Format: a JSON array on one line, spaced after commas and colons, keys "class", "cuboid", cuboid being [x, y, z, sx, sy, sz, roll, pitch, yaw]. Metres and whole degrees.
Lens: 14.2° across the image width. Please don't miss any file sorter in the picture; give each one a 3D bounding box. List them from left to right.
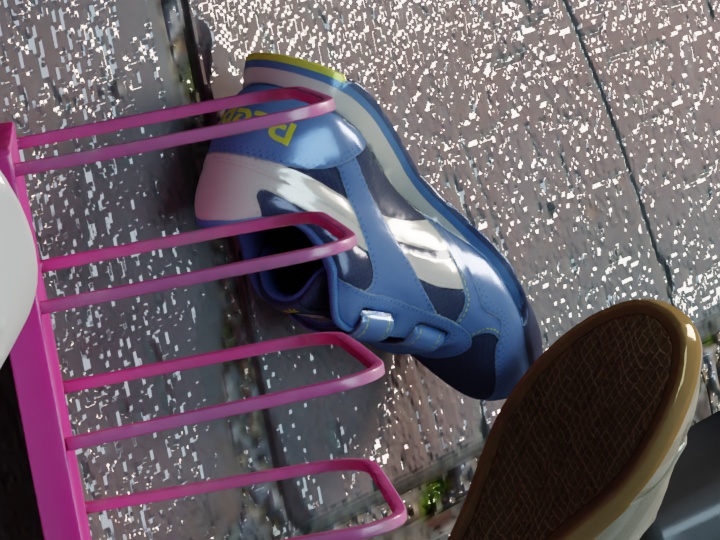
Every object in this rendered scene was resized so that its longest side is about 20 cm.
[{"class": "file sorter", "cuboid": [-0.057, 0.042, 1.019, 0.124, 0.139, 0.202, -11, 97, -5]}]

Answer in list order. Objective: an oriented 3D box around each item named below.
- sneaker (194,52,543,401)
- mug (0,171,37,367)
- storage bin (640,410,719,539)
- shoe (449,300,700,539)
[{"class": "sneaker", "cuboid": [0.000, 0.000, 1.182, 0.200, 0.074, 0.083, 46, 61, -34]}, {"class": "mug", "cuboid": [-0.193, 0.057, 0.881, 0.201, 0.147, 0.176, 80, 26, -43]}, {"class": "storage bin", "cuboid": [0.182, 0.155, 1.351, 0.134, 0.145, 0.201, -20, 105, -21]}, {"class": "shoe", "cuboid": [0.083, 0.097, 1.211, 0.053, 0.070, 0.201, 3, 124, -56]}]
